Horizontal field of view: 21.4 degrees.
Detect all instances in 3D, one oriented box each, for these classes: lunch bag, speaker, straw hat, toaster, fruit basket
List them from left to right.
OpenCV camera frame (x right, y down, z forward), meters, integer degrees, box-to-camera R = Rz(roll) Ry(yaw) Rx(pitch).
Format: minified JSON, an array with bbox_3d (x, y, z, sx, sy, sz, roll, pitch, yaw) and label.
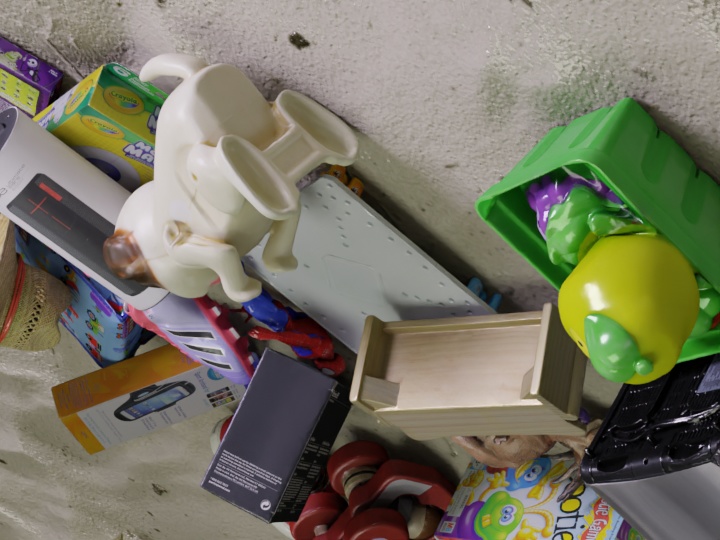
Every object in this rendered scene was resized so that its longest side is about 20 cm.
[{"bbox_3d":[-0.316,0.034,1.781,0.085,0.202,0.201,18,153,-16],"label":"straw hat"},{"bbox_3d":[-0.283,-0.007,1.855,0.200,0.094,0.151,35,153,9],"label":"lunch bag"},{"bbox_3d":[-0.242,-0.052,1.626,0.200,0.082,0.081,38,149,-27],"label":"speaker"},{"bbox_3d":[0.185,0.007,1.351,0.215,0.216,0.155,42,148,-20],"label":"fruit basket"},{"bbox_3d":[0.278,0.119,1.441,0.119,0.200,0.180,45,146,-17],"label":"toaster"}]

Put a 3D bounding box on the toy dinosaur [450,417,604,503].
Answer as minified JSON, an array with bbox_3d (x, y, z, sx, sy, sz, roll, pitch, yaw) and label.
[{"bbox_3d":[0.142,0.151,1.724,0.135,0.086,0.199,41,154,-32],"label":"toy dinosaur"}]

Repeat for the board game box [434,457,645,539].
[{"bbox_3d":[0.189,0.247,1.798,0.199,0.105,0.103,-1,138,40],"label":"board game box"}]

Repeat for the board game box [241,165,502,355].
[{"bbox_3d":[0.000,0.000,1.670,0.200,0.026,0.200,39,149,-16],"label":"board game box"}]

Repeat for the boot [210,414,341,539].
[{"bbox_3d":[-0.050,0.218,1.998,0.200,0.073,0.144,45,145,-18],"label":"boot"}]

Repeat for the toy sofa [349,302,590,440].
[{"bbox_3d":[0.098,0.087,1.611,0.199,0.083,0.097,-6,153,36],"label":"toy sofa"}]

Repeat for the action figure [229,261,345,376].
[{"bbox_3d":[-0.086,0.038,1.755,0.200,0.052,0.065,37,-172,-27],"label":"action figure"}]

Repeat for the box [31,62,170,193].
[{"bbox_3d":[-0.214,-0.108,1.648,0.117,0.049,0.200,30,147,-24],"label":"box"}]

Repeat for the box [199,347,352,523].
[{"bbox_3d":[-0.073,0.157,1.782,0.079,0.142,0.200,28,176,8],"label":"box"}]

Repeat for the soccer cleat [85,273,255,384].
[{"bbox_3d":[-0.172,0.039,1.758,0.200,0.076,0.067,52,-174,-26],"label":"soccer cleat"}]

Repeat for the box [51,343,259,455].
[{"bbox_3d":[-0.195,0.116,1.885,0.119,0.199,0.042,74,174,-66],"label":"box"}]

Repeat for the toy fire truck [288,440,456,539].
[{"bbox_3d":[0.031,0.272,1.957,0.167,0.113,0.200,16,127,-30],"label":"toy fire truck"}]

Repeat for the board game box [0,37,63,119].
[{"bbox_3d":[-0.361,-0.187,1.699,0.199,0.032,0.120,30,147,-1],"label":"board game box"}]

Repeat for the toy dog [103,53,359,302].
[{"bbox_3d":[-0.130,-0.057,1.536,0.193,0.140,0.200,36,131,-3],"label":"toy dog"}]
